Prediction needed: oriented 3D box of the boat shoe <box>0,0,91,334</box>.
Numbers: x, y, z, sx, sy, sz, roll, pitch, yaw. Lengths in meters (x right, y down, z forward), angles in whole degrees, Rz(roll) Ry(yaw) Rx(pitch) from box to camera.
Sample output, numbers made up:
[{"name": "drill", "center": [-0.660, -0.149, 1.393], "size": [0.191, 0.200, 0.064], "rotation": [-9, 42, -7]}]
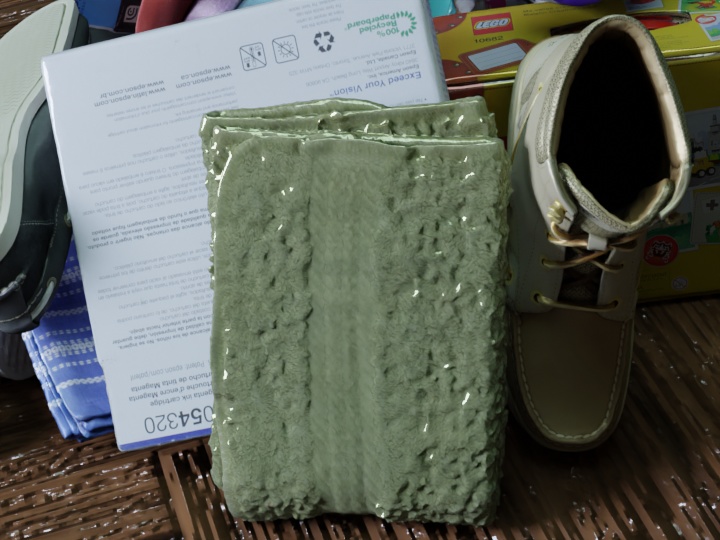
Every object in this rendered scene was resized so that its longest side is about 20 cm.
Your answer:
[{"name": "boat shoe", "center": [-0.173, -0.059, 1.019], "size": [0.071, 0.068, 0.201], "rotation": [-18, 45, 26]}]

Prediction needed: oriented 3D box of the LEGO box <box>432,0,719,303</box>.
[{"name": "LEGO box", "center": [0.140, -0.064, 1.029], "size": [0.198, 0.150, 0.077], "rotation": [-6, 34, 2]}]

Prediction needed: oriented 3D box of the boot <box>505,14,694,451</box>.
[{"name": "boot", "center": [0.104, -0.011, 0.885], "size": [0.072, 0.202, 0.155], "rotation": [3, 2, -4]}]

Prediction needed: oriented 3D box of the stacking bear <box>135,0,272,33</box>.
[{"name": "stacking bear", "center": [-0.022, -0.118, 1.143], "size": [0.199, 0.114, 0.121], "rotation": [36, 31, 7]}]

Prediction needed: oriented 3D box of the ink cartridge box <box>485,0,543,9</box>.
[{"name": "ink cartridge box", "center": [0.100, -0.211, 1.206], "size": [0.075, 0.201, 0.165], "rotation": [-22, 36, -19]}]

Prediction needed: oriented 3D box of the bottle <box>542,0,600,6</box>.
[{"name": "bottle", "center": [0.085, -0.190, 1.048], "size": [0.084, 0.065, 0.200], "rotation": [-60, 23, 0]}]

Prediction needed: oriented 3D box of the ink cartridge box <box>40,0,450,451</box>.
[{"name": "ink cartridge box", "center": [-0.044, -0.028, 0.962], "size": [0.195, 0.202, 0.043], "rotation": [-11, 1, 11]}]

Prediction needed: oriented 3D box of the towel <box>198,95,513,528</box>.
[{"name": "towel", "center": [0.000, 0.020, 0.906], "size": [0.147, 0.202, 0.036], "rotation": [1, 11, 12]}]

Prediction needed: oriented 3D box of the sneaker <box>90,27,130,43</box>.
[{"name": "sneaker", "center": [-0.190, -0.105, 1.227], "size": [0.099, 0.071, 0.199], "rotation": [19, 39, 41]}]

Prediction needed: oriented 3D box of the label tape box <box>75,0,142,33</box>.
[{"name": "label tape box", "center": [-0.117, -0.227, 1.259], "size": [0.199, 0.144, 0.066], "rotation": [-2, 21, -45]}]

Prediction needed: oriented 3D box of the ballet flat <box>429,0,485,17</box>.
[{"name": "ballet flat", "center": [0.040, -0.161, 1.217], "size": [0.071, 0.072, 0.200], "rotation": [-24, 12, -21]}]

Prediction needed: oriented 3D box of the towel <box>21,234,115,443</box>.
[{"name": "towel", "center": [-0.122, -0.013, 1.040], "size": [0.144, 0.024, 0.201], "rotation": [-17, 64, -21]}]

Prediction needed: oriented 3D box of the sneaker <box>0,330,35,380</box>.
[{"name": "sneaker", "center": [-0.179, -0.025, 1.113], "size": [0.114, 0.073, 0.200], "rotation": [15, 41, 35]}]
